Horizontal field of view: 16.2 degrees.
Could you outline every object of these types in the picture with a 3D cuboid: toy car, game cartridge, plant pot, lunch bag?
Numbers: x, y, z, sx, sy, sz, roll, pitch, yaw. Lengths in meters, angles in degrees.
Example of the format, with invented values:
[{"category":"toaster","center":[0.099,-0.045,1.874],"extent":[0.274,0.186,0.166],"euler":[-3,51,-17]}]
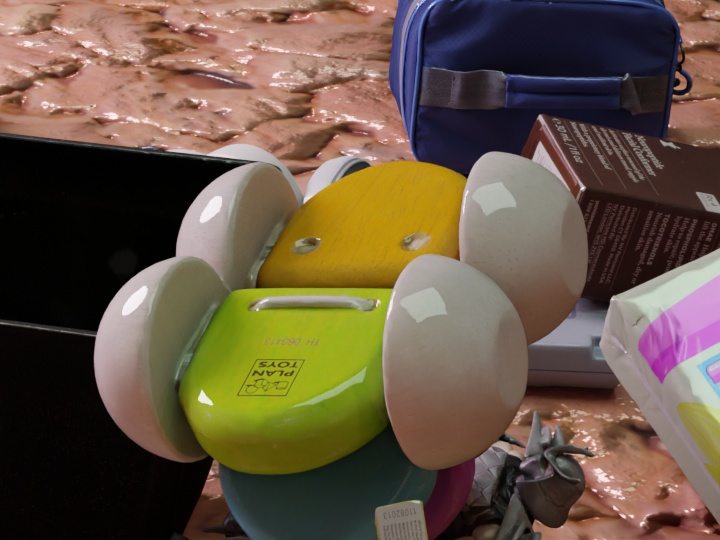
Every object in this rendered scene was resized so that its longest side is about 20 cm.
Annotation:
[{"category":"toy car","center":[0.000,0.044,1.049],"extent":[0.174,0.150,0.200],"euler":[-1,29,23]},{"category":"game cartridge","center":[0.084,0.010,1.498],"extent":[0.133,0.041,0.200],"euler":[6,26,0]},{"category":"plant pot","center":[-0.154,0.057,1.225],"extent":[0.199,0.178,0.200],"euler":[6,26,8]},{"category":"lunch bag","center":[0.121,-0.134,1.678],"extent":[0.199,0.136,0.132],"euler":[1,27,-6]}]

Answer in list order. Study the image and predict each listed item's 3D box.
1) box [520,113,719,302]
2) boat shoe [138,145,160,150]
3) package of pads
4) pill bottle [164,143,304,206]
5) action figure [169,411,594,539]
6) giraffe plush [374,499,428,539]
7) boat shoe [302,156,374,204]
[{"category":"box","center":[0.195,-0.024,1.482],"extent":[0.199,0.075,0.100],"euler":[11,26,-19]},{"category":"boat shoe","center":[-0.214,-0.048,1.557],"extent":[0.199,0.063,0.073],"euler":[-1,27,-6]},{"category":"package of pads","center":[0.235,0.069,1.240],"extent":[0.154,0.068,0.200],"euler":[-24,64,-16]},{"category":"pill bottle","center":[-0.120,-0.003,1.422],"extent":[0.110,0.111,0.200],"euler":[20,31,31]},{"category":"action figure","center":[0.018,0.113,1.147],"extent":[0.199,0.070,0.130],"euler":[-20,12,26]},{"category":"giraffe plush","center":[0.032,0.192,1.022],"extent":[0.172,0.201,0.162],"euler":[6,-2,11]},{"category":"boat shoe","center":[0.000,0.000,1.437],"extent":[0.066,0.070,0.200],"euler":[-11,31,20]}]
